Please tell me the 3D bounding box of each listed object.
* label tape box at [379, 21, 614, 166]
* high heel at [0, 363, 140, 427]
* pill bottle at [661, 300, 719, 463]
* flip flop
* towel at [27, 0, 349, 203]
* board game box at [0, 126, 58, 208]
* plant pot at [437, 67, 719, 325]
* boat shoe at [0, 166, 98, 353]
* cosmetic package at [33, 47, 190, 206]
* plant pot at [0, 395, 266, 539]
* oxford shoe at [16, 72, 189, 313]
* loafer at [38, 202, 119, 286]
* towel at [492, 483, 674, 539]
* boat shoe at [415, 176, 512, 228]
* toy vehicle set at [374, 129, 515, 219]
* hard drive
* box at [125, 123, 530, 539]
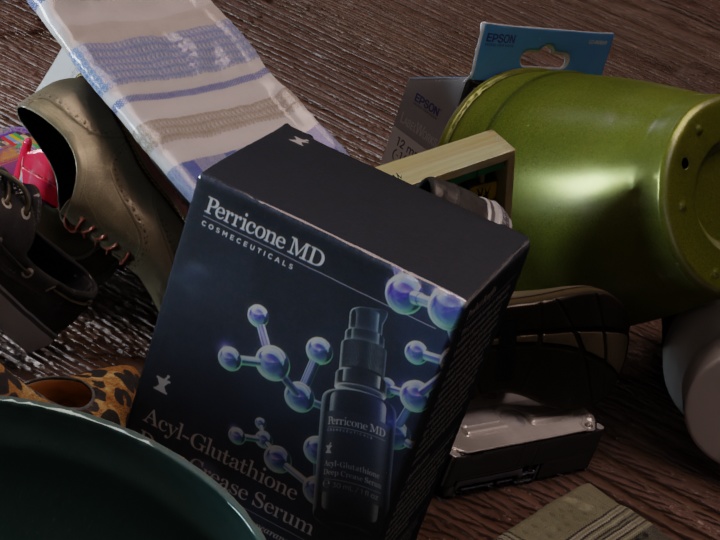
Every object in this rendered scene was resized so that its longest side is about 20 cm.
[{"bbox_3d":[0.095,-0.102,1.231,0.143,0.201,0.066,-4,31,-41],"label":"label tape box"},{"bbox_3d":[-0.177,0.039,0.815,0.071,0.144,0.200,1,17,29],"label":"high heel"},{"bbox_3d":[0.270,0.054,1.143,0.114,0.115,0.200,20,25,1],"label":"pill bottle"},{"bbox_3d":[0.087,0.046,1.004,0.199,0.082,0.058,-4,19,-30],"label":"flip flop"},{"bbox_3d":[-0.106,-0.119,1.021,0.200,0.024,0.147,50,36,16],"label":"towel"},{"bbox_3d":[-0.194,-0.071,1.151,0.157,0.039,0.200,9,28,-21],"label":"board game box"},{"bbox_3d":[0.182,-0.048,1.096,0.199,0.202,0.192,0,-1,-35],"label":"plant pot"},{"bbox_3d":[-0.202,-0.024,0.889,0.070,0.066,0.200,54,-3,38],"label":"boat shoe"},{"bbox_3d":[-0.120,-0.085,1.086,0.081,0.113,0.200,-14,58,-50],"label":"cosmetic package"},{"bbox_3d":[-0.142,0.158,0.614,0.199,0.135,0.201,16,24,-7],"label":"plant pot"},{"bbox_3d":[-0.149,-0.027,1.004,0.075,0.070,0.201,-24,82,-34],"label":"oxford shoe"},{"bbox_3d":[-0.240,-0.029,0.999,0.199,0.070,0.075,4,29,-29],"label":"loafer"},{"bbox_3d":[0.148,0.201,0.868,0.192,0.035,0.200,30,29,28],"label":"towel"},{"bbox_3d":[0.000,0.022,0.911,0.056,0.200,0.069,32,27,-27],"label":"boat shoe"},{"bbox_3d":[0.000,0.000,0.969,0.199,0.125,0.027,-20,42,-22],"label":"toy vehicle set"},{"bbox_3d":[0.044,0.066,1.051,0.139,0.038,0.200,-4,35,-40],"label":"hard drive"},{"bbox_3d":[-0.023,0.053,0.835,0.148,0.201,0.107,25,25,14],"label":"box"}]
